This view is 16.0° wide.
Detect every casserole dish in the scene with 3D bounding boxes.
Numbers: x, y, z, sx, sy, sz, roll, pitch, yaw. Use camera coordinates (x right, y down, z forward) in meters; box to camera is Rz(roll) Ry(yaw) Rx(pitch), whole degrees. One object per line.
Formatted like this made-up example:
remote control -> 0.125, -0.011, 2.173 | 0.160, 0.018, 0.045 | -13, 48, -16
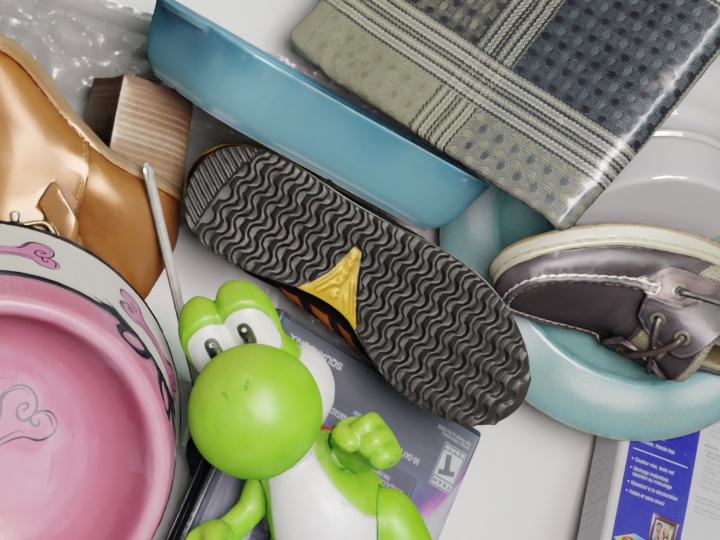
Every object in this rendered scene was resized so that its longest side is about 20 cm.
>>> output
casserole dish -> -0.025, -0.073, 1.254 | 0.200, 0.121, 0.039 | 27, 96, -35

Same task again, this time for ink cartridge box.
ink cartridge box -> 0.168, 0.124, 1.339 | 0.099, 0.039, 0.200 | 22, 66, -14

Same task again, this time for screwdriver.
screwdriver -> -0.080, 0.044, 1.246 | 0.028, 0.029, 0.200 | -22, 113, -33

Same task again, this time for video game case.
video game case -> -0.030, 0.140, 1.267 | 0.143, 0.019, 0.200 | 33, 72, -32

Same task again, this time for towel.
towel -> 0.089, -0.136, 1.261 | 0.200, 0.035, 0.193 | 37, 87, 31

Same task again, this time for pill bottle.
pill bottle -> 0.143, -0.114, 1.305 | 0.111, 0.111, 0.200 | 9, 61, -19

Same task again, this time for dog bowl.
dog bowl -> -0.174, 0.081, 1.175 | 0.200, 0.074, 0.200 | -4, 107, -14

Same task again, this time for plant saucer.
plant saucer -> 0.140, -0.010, 1.341 | 0.200, 0.027, 0.200 | 6, 69, -15

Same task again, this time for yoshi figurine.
yoshi figurine -> -0.027, 0.103, 1.191 | 0.112, 0.112, 0.200 | -39, 112, -26

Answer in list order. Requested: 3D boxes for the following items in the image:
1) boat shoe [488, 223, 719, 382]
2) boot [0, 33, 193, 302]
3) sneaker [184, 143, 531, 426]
boat shoe -> 0.161, 0.023, 1.282 | 0.200, 0.072, 0.065 | 9, 63, -21
boot -> -0.182, -0.033, 1.226 | 0.200, 0.074, 0.155 | 15, 82, -15
sneaker -> 0.000, 0.000, 1.270 | 0.200, 0.090, 0.070 | 35, 94, -11
